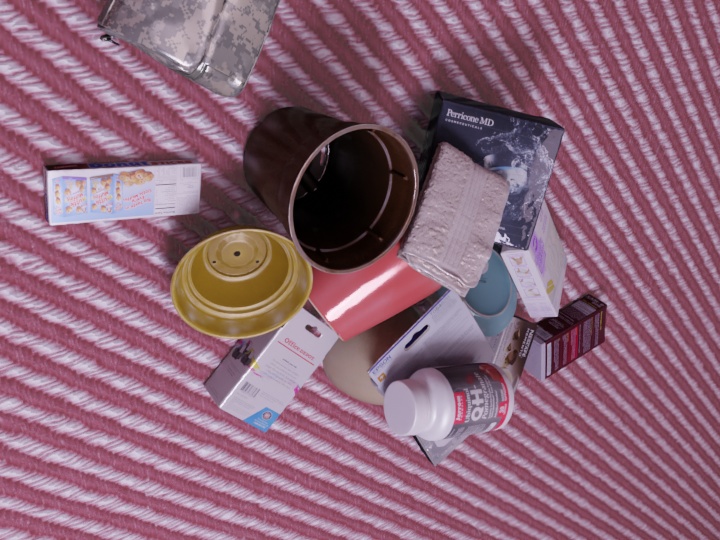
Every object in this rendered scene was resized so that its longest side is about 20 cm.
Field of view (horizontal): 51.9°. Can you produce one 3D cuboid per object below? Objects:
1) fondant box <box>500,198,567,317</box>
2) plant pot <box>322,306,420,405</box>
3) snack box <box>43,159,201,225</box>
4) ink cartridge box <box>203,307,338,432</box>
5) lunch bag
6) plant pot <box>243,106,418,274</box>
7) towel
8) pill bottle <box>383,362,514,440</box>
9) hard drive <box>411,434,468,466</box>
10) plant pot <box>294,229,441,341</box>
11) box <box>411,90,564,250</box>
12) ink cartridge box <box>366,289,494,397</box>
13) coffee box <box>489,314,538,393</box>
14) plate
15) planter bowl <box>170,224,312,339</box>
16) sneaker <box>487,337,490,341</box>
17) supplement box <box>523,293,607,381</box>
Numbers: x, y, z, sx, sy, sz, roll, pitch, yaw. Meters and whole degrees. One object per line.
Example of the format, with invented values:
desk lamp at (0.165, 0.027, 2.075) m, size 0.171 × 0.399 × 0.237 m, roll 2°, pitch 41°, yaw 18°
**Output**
fondant box at (0.334, -0.027, 1.409) m, size 0.201 × 0.058 × 0.146 m, roll 54°, pitch 44°, yaw -40°
plant pot at (0.051, 0.155, 1.293) m, size 0.198 × 0.134 × 0.203 m, roll -17°, pitch 123°, yaw -29°
snack box at (-0.305, -0.104, 0.965) m, size 0.198 × 0.024 × 0.073 m, roll -8°, pitch 119°, yaw -33°
ink cartridge box at (-0.141, 0.145, 1.191) m, size 0.201 × 0.068 × 0.115 m, roll -51°, pitch 132°, yaw -1°
lunch bag at (-0.193, -0.327, 0.849) m, size 0.167 × 0.139 × 0.202 m, roll 18°, pitch 102°, yaw -41°
plant pot at (-0.056, -0.129, 1.018) m, size 0.198 × 0.198 × 0.203 m, roll -18°, pitch 124°, yaw -28°
towel at (0.138, -0.075, 1.069) m, size 0.131 × 0.034 × 0.202 m, roll 28°, pitch 70°, yaw -19°
pill bottle at (0.137, 0.206, 1.162) m, size 0.198 × 0.111 × 0.112 m, roll 0°, pitch 114°, yaw -35°
hard drive at (0.163, 0.298, 1.517) m, size 0.139 × 0.038 × 0.201 m, roll -39°, pitch 131°, yaw -12°
plant pot at (0.000, 0.000, 1.146) m, size 0.177 × 0.201 × 0.201 m, roll -38°, pitch 131°, yaw -2°
box at (0.194, -0.160, 1.181) m, size 0.194 × 0.118 × 0.203 m, roll 12°, pitch 109°, yaw -3°
ink cartridge box at (0.111, 0.142, 1.211) m, size 0.199 × 0.041 × 0.201 m, roll -43°, pitch 131°, yaw -9°
coffee box at (0.264, 0.181, 1.472) m, size 0.112 × 0.079 × 0.202 m, roll 18°, pitch 91°, yaw -44°
plate at (0.215, 0.019, 1.333) m, size 0.198 × 0.025 × 0.203 m, roll 10°, pitch 70°, yaw -30°
planter bowl at (-0.173, -0.002, 1.060) m, size 0.198 × 0.084 × 0.202 m, roll -9°, pitch 131°, yaw -11°
sneaker at (0.180, 0.133, 1.382) m, size 0.073 × 0.111 × 0.202 m, roll 42°, pitch 66°, yaw -40°
supplement box at (0.452, 0.146, 1.630) m, size 0.198 × 0.061 × 0.110 m, roll -25°, pitch 127°, yaw -22°
